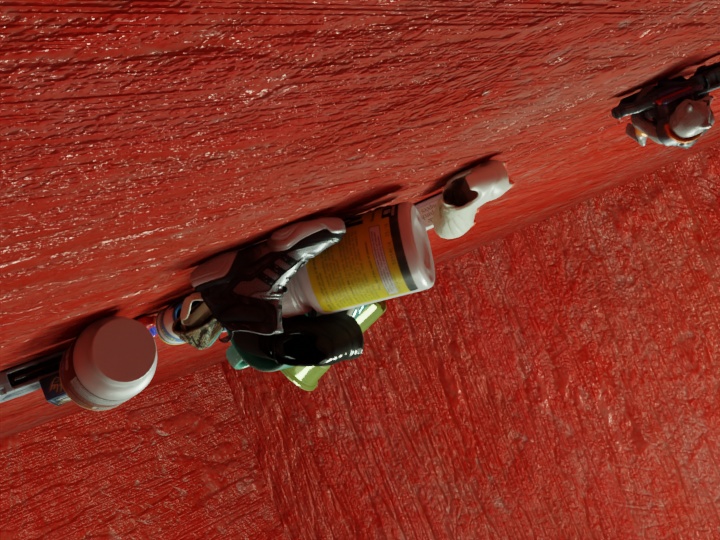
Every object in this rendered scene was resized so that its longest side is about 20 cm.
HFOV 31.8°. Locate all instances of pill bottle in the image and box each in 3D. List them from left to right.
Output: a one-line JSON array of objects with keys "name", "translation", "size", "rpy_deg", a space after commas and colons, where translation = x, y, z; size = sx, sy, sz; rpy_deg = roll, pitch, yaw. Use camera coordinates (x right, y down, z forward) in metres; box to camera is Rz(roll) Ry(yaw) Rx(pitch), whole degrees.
[{"name": "pill bottle", "translation": [-0.337, 0.123, 1.702], "size": [0.112, 0.113, 0.200], "rpy_deg": [-20, 175, -25]}, {"name": "pill bottle", "translation": [-0.015, -0.009, 1.601], "size": [0.199, 0.115, 0.114], "rpy_deg": [-15, 178, 13]}]

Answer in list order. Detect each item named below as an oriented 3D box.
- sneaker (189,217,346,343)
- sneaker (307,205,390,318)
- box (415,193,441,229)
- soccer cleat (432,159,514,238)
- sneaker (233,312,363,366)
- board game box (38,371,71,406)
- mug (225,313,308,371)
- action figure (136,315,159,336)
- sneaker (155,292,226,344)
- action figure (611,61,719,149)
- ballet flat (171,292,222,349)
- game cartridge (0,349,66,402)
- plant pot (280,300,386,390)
[{"name": "sneaker", "translation": [-0.098, 0.015, 1.527], "size": [0.199, 0.114, 0.075], "rpy_deg": [-22, 177, 2]}, {"name": "sneaker", "translation": [0.000, 0.000, 1.699], "size": [0.201, 0.077, 0.080], "rpy_deg": [-55, 156, 3]}, {"name": "box", "translation": [0.071, -0.070, 1.870], "size": [0.199, 0.039, 0.041], "rpy_deg": [-23, 177, 21]}, {"name": "soccer cleat", "translation": [0.133, -0.096, 1.713], "size": [0.077, 0.070, 0.200], "rpy_deg": [-14, 166, -27]}, {"name": "sneaker", "translation": [-0.096, 0.087, 1.642], "size": [0.199, 0.077, 0.091], "rpy_deg": [-1, -167, 36]}, {"name": "board game box", "translation": [-0.405, 0.160, 1.899], "size": [0.135, 0.035, 0.200], "rpy_deg": [-21, 176, -11]}, {"name": "mug", "translation": [-0.113, 0.059, 1.790], "size": [0.184, 0.153, 0.114], "rpy_deg": [-5, -174, 45]}, {"name": "action figure", "translation": [-0.282, 0.079, 1.904], "size": [0.199, 0.052, 0.065], "rpy_deg": [-15, 177, -42]}, {"name": "sneaker", "translation": [-0.199, 0.055, 1.846], "size": [0.199, 0.074, 0.082], "rpy_deg": [-22, 174, -18]}, {"name": "action figure", "translation": [0.420, -0.201, 1.586], "size": [0.199, 0.105, 0.193], "rpy_deg": [-21, -174, 12]}, {"name": "ballet flat", "translation": [-0.193, 0.043, 1.718], "size": [0.075, 0.068, 0.200], "rpy_deg": [23, 135, -31]}, {"name": "game cartridge", "translation": [-0.485, 0.157, 1.919], "size": [0.199, 0.042, 0.133], "rpy_deg": [-20, 180, -28]}, {"name": "plant pot", "translation": [-0.064, 0.068, 2.154], "size": [0.190, 0.201, 0.200], "rpy_deg": [-36, 173, 12]}]
